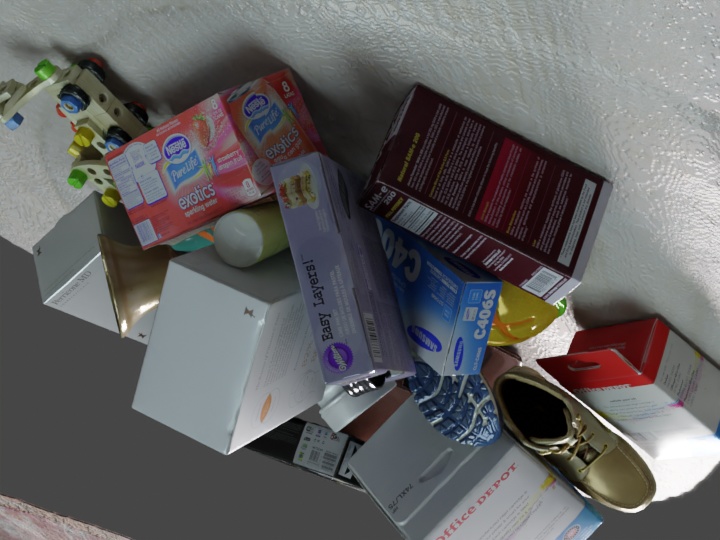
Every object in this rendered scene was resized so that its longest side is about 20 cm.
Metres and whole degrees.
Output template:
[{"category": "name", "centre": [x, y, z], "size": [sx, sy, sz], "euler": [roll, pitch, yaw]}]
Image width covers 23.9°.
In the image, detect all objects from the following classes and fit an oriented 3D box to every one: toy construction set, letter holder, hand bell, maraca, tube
[{"category": "toy construction set", "centre": [-0.281, -0.143, 1.669], "size": [0.131, 0.092, 0.200], "euler": [-8, 151, 45]}, {"category": "letter holder", "centre": [0.076, 0.141, 1.892], "size": [0.142, 0.101, 0.200], "euler": [26, 152, -11]}, {"category": "hand bell", "centre": [-0.150, -0.008, 1.676], "size": [0.199, 0.104, 0.104], "euler": [-14, 153, -9]}, {"category": "maraca", "centre": [0.118, 0.019, 1.639], "size": [0.137, 0.107, 0.200], "euler": [29, 163, -18]}, {"category": "tube", "centre": [-0.067, -0.045, 1.576], "size": [0.058, 0.200, 0.052], "euler": [27, 110, 16]}]

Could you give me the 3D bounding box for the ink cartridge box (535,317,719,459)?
[{"category": "ink cartridge box", "centre": [0.286, 0.112, 1.717], "size": [0.200, 0.067, 0.116], "euler": [38, 150, -28]}]

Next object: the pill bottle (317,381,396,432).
[{"category": "pill bottle", "centre": [-0.055, 0.064, 1.757], "size": [0.200, 0.111, 0.111], "euler": [52, 151, 3]}]

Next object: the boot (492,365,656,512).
[{"category": "boot", "centre": [0.214, 0.171, 1.706], "size": [0.200, 0.073, 0.155], "euler": [44, -177, 8]}]

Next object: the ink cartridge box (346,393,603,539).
[{"category": "ink cartridge box", "centre": [0.119, 0.228, 1.755], "size": [0.200, 0.147, 0.146], "euler": [42, -177, -45]}]

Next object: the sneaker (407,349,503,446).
[{"category": "sneaker", "centre": [0.083, 0.087, 1.680], "size": [0.200, 0.085, 0.077], "euler": [51, 119, 23]}]

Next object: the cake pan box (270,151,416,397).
[{"category": "cake pan box", "centre": [-0.010, 0.007, 1.474], "size": [0.052, 0.201, 0.184], "euler": [-16, 174, 13]}]

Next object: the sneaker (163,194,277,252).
[{"category": "sneaker", "centre": [-0.126, -0.060, 1.727], "size": [0.200, 0.072, 0.080], "euler": [-11, 158, 38]}]

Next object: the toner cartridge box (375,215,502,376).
[{"category": "toner cartridge box", "centre": [0.053, 0.011, 1.578], "size": [0.043, 0.095, 0.200], "euler": [-1, -155, -30]}]

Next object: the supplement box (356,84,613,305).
[{"category": "supplement box", "centre": [0.110, -0.065, 1.489], "size": [0.200, 0.109, 0.061], "euler": [27, 152, -8]}]

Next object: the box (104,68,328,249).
[{"category": "box", "centre": [-0.135, -0.101, 1.571], "size": [0.200, 0.095, 0.103], "euler": [-22, 93, 49]}]

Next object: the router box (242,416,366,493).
[{"category": "router box", "centre": [-0.037, 0.202, 1.872], "size": [0.200, 0.051, 0.149], "euler": [12, 168, 47]}]

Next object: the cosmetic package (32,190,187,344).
[{"category": "cosmetic package", "centre": [-0.235, 0.007, 1.806], "size": [0.108, 0.085, 0.200], "euler": [-40, 139, 26]}]

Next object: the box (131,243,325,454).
[{"category": "box", "centre": [-0.102, 0.058, 1.572], "size": [0.106, 0.153, 0.200], "euler": [23, -161, 19]}]
